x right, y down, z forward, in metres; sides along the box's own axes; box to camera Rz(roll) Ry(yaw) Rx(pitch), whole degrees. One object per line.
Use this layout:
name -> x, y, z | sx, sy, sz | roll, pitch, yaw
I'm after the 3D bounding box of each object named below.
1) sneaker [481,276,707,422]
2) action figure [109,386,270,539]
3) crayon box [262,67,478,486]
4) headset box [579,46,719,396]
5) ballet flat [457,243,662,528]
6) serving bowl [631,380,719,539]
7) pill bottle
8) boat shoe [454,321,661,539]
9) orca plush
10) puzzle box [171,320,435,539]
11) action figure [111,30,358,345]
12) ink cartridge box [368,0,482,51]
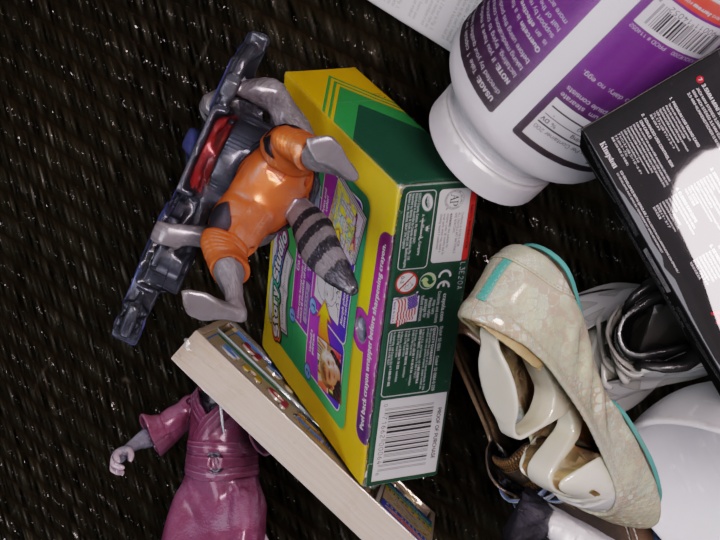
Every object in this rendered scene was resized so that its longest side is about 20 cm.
sneaker -> 0.134, 0.033, 0.879 | 0.199, 0.115, 0.076 | -20, 74, 29
action figure -> -0.093, 0.142, 1.203 | 0.133, 0.149, 0.202 | 3, 89, 24
crayon box -> 0.000, 0.000, 1.022 | 0.173, 0.058, 0.202 | -130, 41, -53
headset box -> 0.223, -0.049, 0.768 | 0.199, 0.075, 0.149 | -31, 85, 5
ballet flat -> 0.096, 0.074, 0.837 | 0.067, 0.062, 0.201 | 14, 141, 47
serving bowl -> 0.233, 0.124, 0.860 | 0.200, 0.066, 0.201 | 36, 159, 17
pill bottle -> 0.122, -0.123, 0.854 | 0.113, 0.112, 0.200 | 55, 131, 11
boat shoe -> 0.111, 0.111, 0.995 | 0.072, 0.072, 0.201 | -38, 79, 46
orca plush -> 0.159, 0.205, 0.922 | 0.199, 0.105, 0.071 | 30, 95, -10
puzzle box -> -0.032, 0.109, 1.064 | 0.200, 0.133, 0.025 | 43, 95, 1
action figure -> -0.065, -0.023, 0.951 | 0.104, 0.194, 0.201 | 23, 105, -13
ink cartridge box -> 0.074, -0.205, 0.938 | 0.199, 0.050, 0.163 | 32, 127, 8
